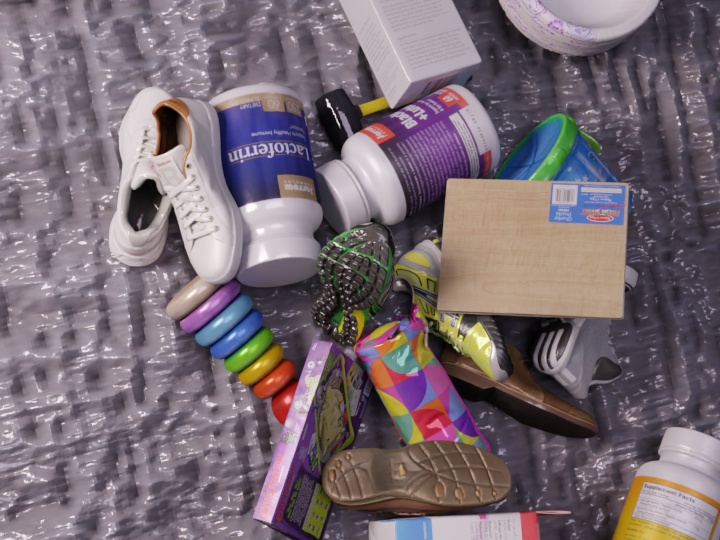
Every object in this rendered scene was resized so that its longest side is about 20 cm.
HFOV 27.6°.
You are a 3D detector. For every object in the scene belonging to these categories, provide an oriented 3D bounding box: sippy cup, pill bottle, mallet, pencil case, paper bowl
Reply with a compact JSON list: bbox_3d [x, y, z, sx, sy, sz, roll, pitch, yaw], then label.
[{"bbox_3d":[0.237,-0.089,1.688,0.130,0.140,0.178,38,80,-13],"label":"sippy cup"},{"bbox_3d":[-0.103,-0.090,1.592,0.115,0.116,0.201,-6,72,-16],"label":"pill bottle"},{"bbox_3d":[0.047,-0.192,1.708,0.199,0.041,0.066,-14,81,-21],"label":"mallet"},{"bbox_3d":[0.070,0.143,1.602,0.088,0.088,0.200,-30,100,-18],"label":"pencil case"},{"bbox_3d":[0.255,-0.355,1.757,0.200,0.104,0.202,3,78,-15],"label":"paper bowl"},{"bbox_3d":[0.048,-0.120,1.651,0.200,0.111,0.112,-29,87,-18],"label":"pill bottle"},{"bbox_3d":[0.349,0.283,1.646,0.111,0.111,0.201,27,73,-8],"label":"pill bottle"}]

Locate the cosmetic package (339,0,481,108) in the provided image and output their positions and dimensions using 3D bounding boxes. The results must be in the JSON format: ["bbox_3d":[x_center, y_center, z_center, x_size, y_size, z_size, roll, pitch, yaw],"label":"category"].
[{"bbox_3d":[0.046,-0.298,1.691,0.101,0.071,0.201,-18,77,-24],"label":"cosmetic package"}]

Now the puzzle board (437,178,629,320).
[{"bbox_3d":[0.187,-0.024,1.584,0.199,0.017,0.151,2,74,12],"label":"puzzle board"}]

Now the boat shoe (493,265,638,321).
[{"bbox_3d":[0.217,0.027,1.635,0.071,0.200,0.064,32,63,-43],"label":"boat shoe"}]

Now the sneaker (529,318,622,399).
[{"bbox_3d":[0.271,0.064,1.703,0.116,0.075,0.200,46,58,-26],"label":"sneaker"}]

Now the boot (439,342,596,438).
[{"bbox_3d":[0.185,0.128,1.662,0.199,0.074,0.076,26,64,-6],"label":"boot"}]

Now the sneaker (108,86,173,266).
[{"bbox_3d":[-0.224,-0.109,1.585,0.078,0.099,0.201,6,77,-13],"label":"sneaker"}]

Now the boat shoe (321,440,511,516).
[{"bbox_3d":[0.062,0.225,1.557,0.199,0.068,0.072,-2,62,11],"label":"boat shoe"}]

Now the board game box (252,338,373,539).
[{"bbox_3d":[-0.047,0.187,1.567,0.032,0.120,0.201,11,72,25],"label":"board game box"}]

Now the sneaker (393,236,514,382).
[{"bbox_3d":[0.102,0.055,1.631,0.076,0.075,0.200,-32,54,-4],"label":"sneaker"}]

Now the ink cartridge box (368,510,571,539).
[{"bbox_3d":[0.119,0.297,1.581,0.199,0.116,0.068,-1,80,-14],"label":"ink cartridge box"}]

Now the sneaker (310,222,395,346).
[{"bbox_3d":[0.000,0.000,1.575,0.078,0.200,0.085,37,61,7],"label":"sneaker"}]

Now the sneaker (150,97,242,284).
[{"bbox_3d":[-0.181,-0.082,1.521,0.085,0.073,0.201,3,71,-58],"label":"sneaker"}]

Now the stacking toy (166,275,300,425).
[{"bbox_3d":[-0.116,0.088,1.590,0.085,0.085,0.200,-44,98,-18],"label":"stacking toy"}]
